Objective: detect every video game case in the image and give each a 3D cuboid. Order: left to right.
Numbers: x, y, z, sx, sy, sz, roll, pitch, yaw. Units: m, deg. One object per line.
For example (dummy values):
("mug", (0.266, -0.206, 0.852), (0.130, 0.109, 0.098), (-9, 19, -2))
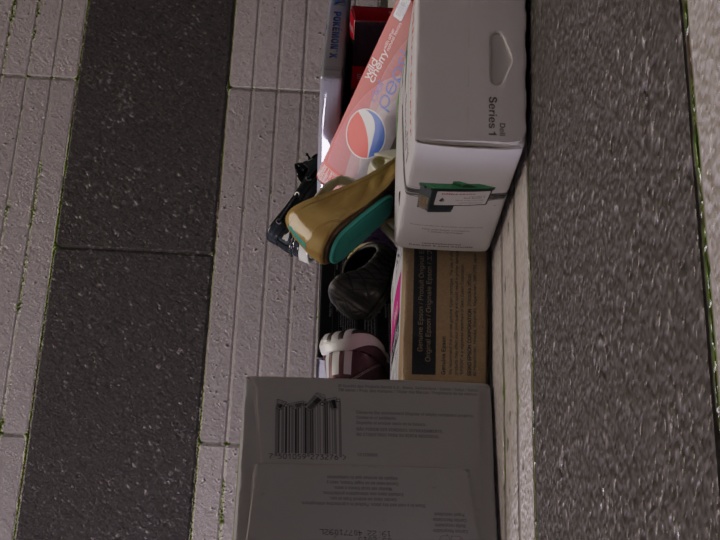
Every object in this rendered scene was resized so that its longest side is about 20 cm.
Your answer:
("video game case", (-0.026, -0.161, 1.444), (0.182, 0.022, 0.200), (-86, -1, -48))

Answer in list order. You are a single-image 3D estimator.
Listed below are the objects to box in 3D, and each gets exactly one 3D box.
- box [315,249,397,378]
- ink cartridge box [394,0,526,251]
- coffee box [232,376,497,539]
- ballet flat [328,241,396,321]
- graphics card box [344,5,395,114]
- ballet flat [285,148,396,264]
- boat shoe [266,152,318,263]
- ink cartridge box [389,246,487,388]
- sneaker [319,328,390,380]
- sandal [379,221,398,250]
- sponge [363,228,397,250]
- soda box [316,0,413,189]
("box", (0.024, 0.062, 1.556), (0.200, 0.141, 0.079), (-89, 1, -54))
("ink cartridge box", (0.074, -0.119, 1.136), (0.200, 0.084, 0.146), (96, 176, -68))
("coffee box", (-0.003, 0.223, 1.167), (0.198, 0.199, 0.200), (98, 174, -50))
("ballet flat", (0.000, 0.000, 1.478), (0.066, 0.057, 0.200), (-52, 8, 10))
("graphics card box", (0.046, -0.150, 1.404), (0.051, 0.125, 0.200), (-104, 17, -66))
("ballet flat", (0.015, -0.073, 1.257), (0.200, 0.063, 0.069), (-32, -33, -40))
("boat shoe", (-0.049, -0.099, 1.644), (0.075, 0.066, 0.199), (82, -151, -61))
("ink cartridge box", (0.066, 0.057, 1.287), (0.200, 0.075, 0.165), (94, 177, -66))
("sneaker", (0.018, 0.150, 1.404), (0.200, 0.076, 0.116), (42, -138, -42))
("sandal", (0.046, -0.056, 1.497), (0.201, 0.057, 0.080), (55, -176, 4))
("sponge", (0.039, -0.027, 1.654), (0.200, 0.111, 0.030), (96, 178, -65))
("soda box", (0.037, -0.150, 1.315), (0.070, 0.063, 0.200), (-9, -47, -53))
